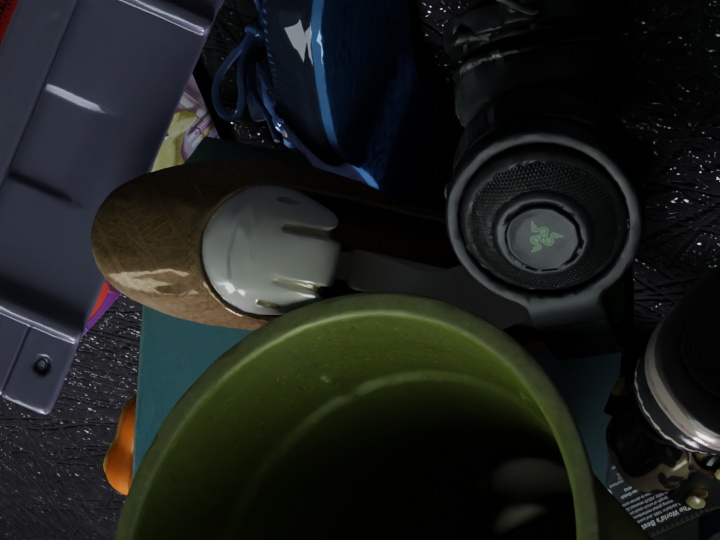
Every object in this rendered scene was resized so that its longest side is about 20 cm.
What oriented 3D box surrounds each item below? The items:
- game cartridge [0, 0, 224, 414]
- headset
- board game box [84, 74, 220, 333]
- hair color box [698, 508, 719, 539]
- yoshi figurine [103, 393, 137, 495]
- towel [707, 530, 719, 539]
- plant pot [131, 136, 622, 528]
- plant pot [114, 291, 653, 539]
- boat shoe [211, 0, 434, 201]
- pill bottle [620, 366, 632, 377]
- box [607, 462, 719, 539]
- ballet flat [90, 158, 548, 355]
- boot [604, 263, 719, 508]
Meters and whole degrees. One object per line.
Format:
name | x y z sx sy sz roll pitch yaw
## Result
game cartridge | -0.141 -0.060 0.946 0.129 0.201 0.038 22 -176 -9
headset | 0.049 -0.050 0.851 0.093 0.124 0.200 -9 144 13
board game box | -0.120 -0.050 1.069 0.032 0.120 0.200 41 169 21
hair color box | 0.237 0.144 0.973 0.199 0.101 0.061 3 167 -18
yoshi figurine | -0.028 0.120 1.168 0.200 0.112 0.112 38 146 38
towel | 0.214 0.075 0.813 0.200 0.165 0.086 -40 79 38
plant pot | 0.014 0.035 1.065 0.199 0.142 0.141 7 -164 5
plant pot | 0.038 0.132 0.925 0.199 0.201 0.190 9 167 33
boat shoe | -0.021 -0.073 0.958 0.068 0.084 0.200 21 160 15
pill bottle | 0.088 0.087 1.229 0.199 0.113 0.113 30 160 -23
box | 0.170 0.161 1.076 0.199 0.194 0.047 -29 171 24
ballet flat | 0.000 0.000 0.931 0.199 0.068 0.072 13 -178 -19
boot | 0.142 0.040 0.891 0.073 0.200 0.151 55 138 8
